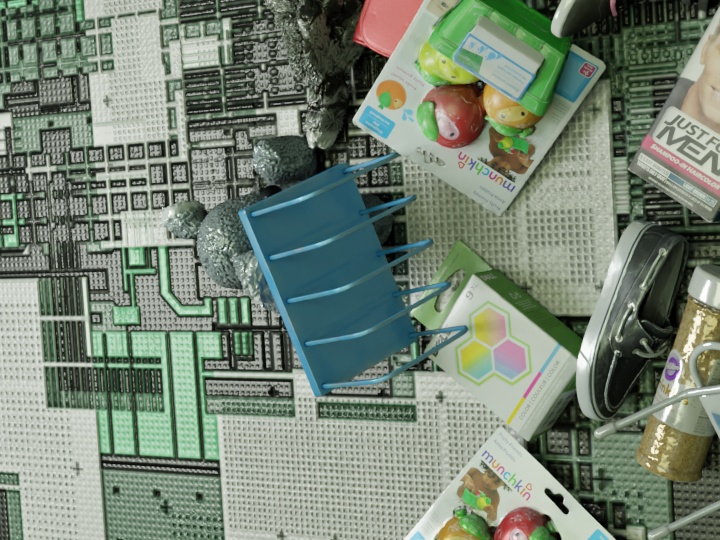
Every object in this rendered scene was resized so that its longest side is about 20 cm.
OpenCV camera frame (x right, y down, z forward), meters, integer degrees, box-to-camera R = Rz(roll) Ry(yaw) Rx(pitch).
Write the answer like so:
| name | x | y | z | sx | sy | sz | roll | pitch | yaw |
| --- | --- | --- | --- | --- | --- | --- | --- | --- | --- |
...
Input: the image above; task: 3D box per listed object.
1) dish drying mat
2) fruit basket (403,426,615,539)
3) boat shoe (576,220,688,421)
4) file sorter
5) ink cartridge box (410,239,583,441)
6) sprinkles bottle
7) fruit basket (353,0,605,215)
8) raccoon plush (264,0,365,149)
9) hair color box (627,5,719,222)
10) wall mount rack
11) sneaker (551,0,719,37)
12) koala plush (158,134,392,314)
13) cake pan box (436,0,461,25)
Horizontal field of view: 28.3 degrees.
| name | x | y | z | sx | sy | sz | roll | pitch | yaw |
| --- | --- | --- | --- | --- | --- | --- | --- | --- | --- |
| dish drying mat | 0.051 | -0.315 | 1.446 | 0.076 | 0.018 | 0.201 | 27 | 108 | 25 |
| fruit basket | 0.144 | 0.296 | 1.467 | 0.185 | 0.094 | 0.200 | 45 | 112 | 19 |
| boat shoe | 0.267 | 0.056 | 1.376 | 0.068 | 0.071 | 0.202 | 24 | 100 | 45 |
| file sorter | 0.000 | 0.000 | 1.406 | 0.122 | 0.138 | 0.201 | -13 | 101 | 54 |
| ink cartridge box | 0.135 | 0.069 | 1.466 | 0.200 | 0.059 | 0.104 | 41 | 114 | 21 |
| sprinkles bottle | 0.321 | 0.098 | 1.355 | 0.068 | 0.068 | 0.202 | 22 | 106 | 27 |
| fruit basket | 0.112 | -0.172 | 1.412 | 0.184 | 0.094 | 0.201 | 33 | 117 | -3 |
| raccoon plush | -0.073 | -0.246 | 1.542 | 0.134 | 0.096 | 0.201 | 34 | 115 | 40 |
| hair color box | 0.342 | -0.155 | 1.321 | 0.100 | 0.060 | 0.201 | 35 | 111 | 23 |
| wall mount rack | 0.321 | 0.171 | 1.304 | 0.173 | 0.074 | 0.201 | -17 | 104 | 48 |
| sneaker | 0.273 | -0.264 | 1.318 | 0.200 | 0.071 | 0.099 | -40 | 74 | 1 |
| koala plush | -0.102 | -0.028 | 1.516 | 0.177 | 0.200 | 0.185 | 39 | 113 | 21 |
| cake pan box | 0.073 | -0.348 | 1.468 | 0.184 | 0.052 | 0.200 | 48 | 116 | 20 |
